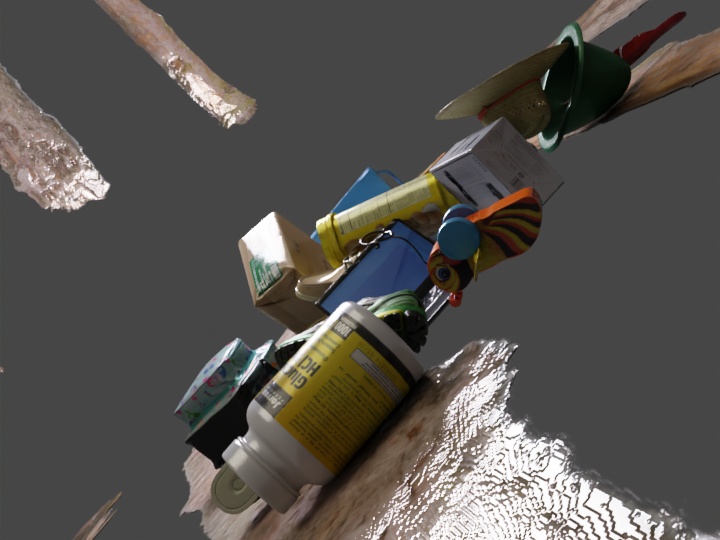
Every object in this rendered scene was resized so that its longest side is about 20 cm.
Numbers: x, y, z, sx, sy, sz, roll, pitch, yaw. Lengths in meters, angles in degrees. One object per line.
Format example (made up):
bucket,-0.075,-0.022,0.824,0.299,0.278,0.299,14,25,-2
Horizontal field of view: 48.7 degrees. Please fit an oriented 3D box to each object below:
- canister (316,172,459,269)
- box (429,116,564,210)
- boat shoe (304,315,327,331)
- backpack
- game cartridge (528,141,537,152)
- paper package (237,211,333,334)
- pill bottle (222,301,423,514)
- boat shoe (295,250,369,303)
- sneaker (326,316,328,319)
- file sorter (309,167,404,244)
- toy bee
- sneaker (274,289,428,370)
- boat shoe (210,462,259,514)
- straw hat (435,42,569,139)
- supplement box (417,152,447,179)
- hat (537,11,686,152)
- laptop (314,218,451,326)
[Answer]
canister,0.053,-0.070,1.229,0.199,0.087,0.148,-23,-17,18
box,0.173,-0.125,1.052,0.060,0.117,0.200,-46,5,-7
boat shoe,-0.007,0.049,1.297,0.200,0.076,0.072,-45,3,-10
backpack,-0.195,0.202,1.301,0.178,0.151,0.200,-44,2,29
game cartridge,0.207,-0.142,1.308,0.133,0.042,0.200,-43,6,-8
paper package,-0.112,0.017,1.432,0.103,0.190,0.200,-43,37,14
pill bottle,-0.040,0.137,0.796,0.200,0.112,0.112,-47,6,-12
boat shoe,0.000,0.000,1.166,0.199,0.065,0.072,-9,25,0
sneaker,-0.002,0.057,1.190,0.200,0.083,0.081,-50,8,-38
file sorter,0.022,-0.084,1.576,0.200,0.139,0.123,-48,-11,20
toy bee,0.119,-0.019,0.906,0.199,0.109,0.131,-7,22,39
sneaker,-0.010,0.083,0.948,0.199,0.078,0.085,-19,23,16
boat shoe,-0.086,0.199,0.924,0.200,0.072,0.068,-42,-15,-2
straw hat,0.205,-0.213,1.060,0.200,0.085,0.201,-28,0,0
supplement box,0.102,-0.117,1.421,0.200,0.067,0.069,-46,0,6
hat,0.355,-0.248,1.088,0.166,0.175,0.201,-90,9,-59
laptop,0.049,0.014,1.039,0.177,0.103,0.200,-48,6,-10
